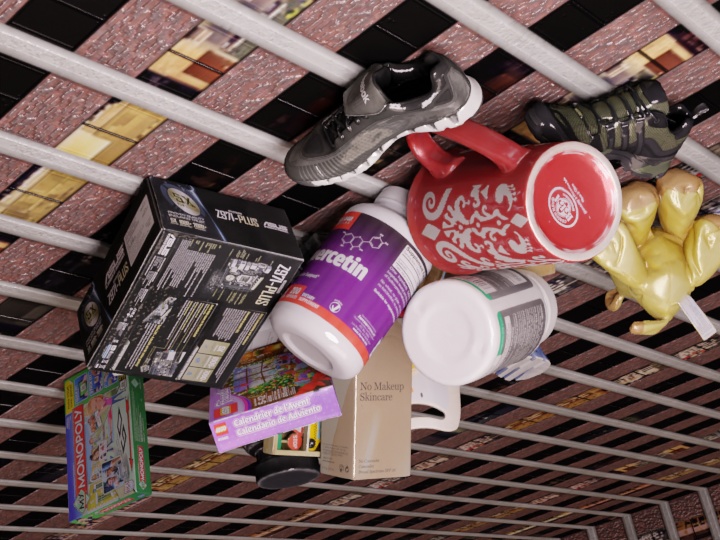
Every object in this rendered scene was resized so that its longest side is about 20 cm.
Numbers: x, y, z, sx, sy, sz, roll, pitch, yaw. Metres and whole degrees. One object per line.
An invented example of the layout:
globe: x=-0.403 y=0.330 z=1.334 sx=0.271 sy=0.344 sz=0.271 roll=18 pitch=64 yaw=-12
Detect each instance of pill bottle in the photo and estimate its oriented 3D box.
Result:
pill bottle: x=-0.111 y=0.184 z=1.454 sx=0.111 sy=0.201 sz=0.112 roll=-9 pitch=155 yaw=-5
pill bottle: x=0.001 y=0.008 z=1.147 sx=0.112 sy=0.200 sz=0.113 roll=30 pitch=158 yaw=14
pill bottle: x=0.139 y=0.055 z=1.197 sx=0.113 sy=0.114 sz=0.200 roll=-28 pitch=171 yaw=31

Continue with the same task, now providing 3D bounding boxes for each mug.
mug: x=0.131 y=-0.067 z=1.041 sx=0.177 sy=0.134 sz=0.200 roll=19 pitch=173 yaw=-24

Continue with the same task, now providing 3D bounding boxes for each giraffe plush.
giraffe plush: x=0.353 y=-0.017 z=1.324 sx=0.172 sy=0.201 sz=0.162 roll=-21 pitch=-173 yaw=-3

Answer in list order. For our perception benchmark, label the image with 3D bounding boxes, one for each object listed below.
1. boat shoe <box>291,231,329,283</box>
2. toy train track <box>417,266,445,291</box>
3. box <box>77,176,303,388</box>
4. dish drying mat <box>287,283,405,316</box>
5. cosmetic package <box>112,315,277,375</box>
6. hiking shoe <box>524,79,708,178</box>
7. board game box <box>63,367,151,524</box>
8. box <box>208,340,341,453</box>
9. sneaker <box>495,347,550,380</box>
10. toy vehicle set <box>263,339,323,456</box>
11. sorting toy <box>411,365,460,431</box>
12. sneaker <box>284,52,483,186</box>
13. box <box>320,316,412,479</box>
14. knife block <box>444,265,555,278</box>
boat shoe: x=0.000 y=0.000 z=1.272 sx=0.071 sy=0.072 sz=0.200 roll=-45 pitch=149 yaw=26
toy train track: x=0.092 y=-0.011 z=1.286 sx=0.114 sy=0.033 sz=0.201 roll=19 pitch=129 yaw=4
box: x=-0.182 y=0.018 z=1.136 sx=0.163 sy=0.086 sz=0.200 roll=12 pitch=126 yaw=-33
dish drying mat: x=0.005 y=0.033 z=1.354 sx=0.199 sy=0.077 sz=0.018 roll=4 pitch=113 yaw=-31
cosmetic package: x=-0.204 y=0.065 z=1.312 sx=0.199 sy=0.081 sz=0.113 roll=-1 pitch=152 yaw=-19
hiking shoe: x=0.254 y=-0.156 z=1.084 sx=0.199 sy=0.076 sz=0.101 roll=4 pitch=133 yaw=-34
board game box: x=-0.335 y=0.216 z=1.424 sx=0.134 sy=0.201 sz=0.029 roll=-28 pitch=148 yaw=30
box: x=-0.100 y=0.131 z=1.219 sx=0.136 sy=0.039 sz=0.200 roll=-18 pitch=-165 yaw=-3
sneaker: x=0.165 y=0.075 z=1.454 sx=0.199 sy=0.116 sz=0.080 roll=19 pitch=134 yaw=-43
toy vehicle set: x=-0.058 y=0.136 z=1.386 sx=0.124 sy=0.201 sz=0.026 roll=7 pitch=173 yaw=-33
sorting toy: x=0.056 y=0.141 z=1.461 sx=0.199 sy=0.181 sz=0.107 roll=-9 pitch=155 yaw=-6
sneaker: x=0.008 y=-0.145 z=0.993 sx=0.199 sy=0.067 sz=0.090 roll=-23 pitch=150 yaw=14
box: x=0.008 y=0.157 z=1.362 sx=0.095 sy=0.201 sz=0.078 roll=2 pitch=177 yaw=-35
knife block: x=0.172 y=-0.046 z=1.263 sx=0.199 sy=0.064 sz=0.176 roll=-14 pitch=154 yaw=6
